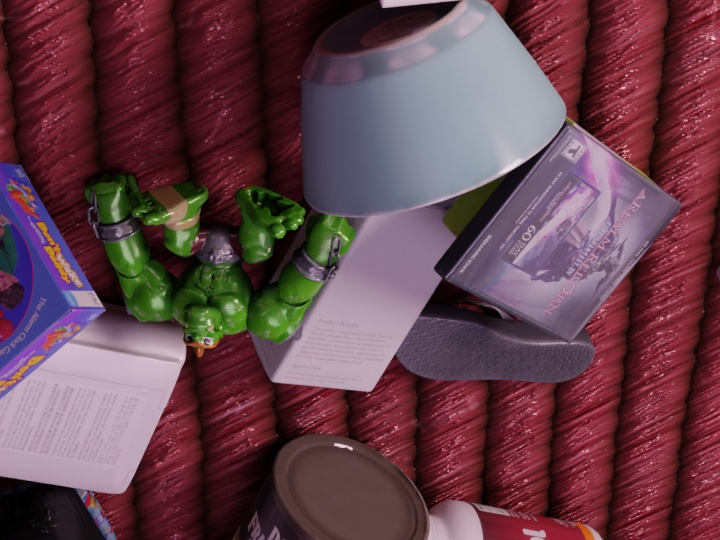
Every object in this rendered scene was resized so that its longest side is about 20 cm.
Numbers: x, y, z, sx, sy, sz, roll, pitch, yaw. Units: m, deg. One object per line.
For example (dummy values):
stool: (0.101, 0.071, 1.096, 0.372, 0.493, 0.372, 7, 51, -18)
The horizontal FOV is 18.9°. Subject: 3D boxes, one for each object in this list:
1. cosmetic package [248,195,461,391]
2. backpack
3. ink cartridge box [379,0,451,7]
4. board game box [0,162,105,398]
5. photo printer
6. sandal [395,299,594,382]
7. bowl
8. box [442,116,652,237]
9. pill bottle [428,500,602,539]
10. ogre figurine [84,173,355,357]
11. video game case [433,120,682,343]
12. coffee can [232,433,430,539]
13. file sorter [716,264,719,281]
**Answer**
cosmetic package: (0.000, 0.000, 1.691, 0.101, 0.074, 0.201, 8, 128, -34)
backpack: (-0.305, 0.276, 1.823, 0.199, 0.135, 0.183, -19, 132, 7)
ink cartridge box: (0.101, -0.268, 1.478, 0.198, 0.085, 0.147, -8, 132, -8)
board game box: (-0.302, 0.033, 1.610, 0.200, 0.135, 0.045, -38, 163, 20)
photo printer: (-0.257, 0.093, 1.718, 0.199, 0.070, 0.167, 11, 126, -22)
sandal: (0.104, 0.057, 1.803, 0.199, 0.043, 0.076, 11, 135, -35)
bowl: (0.036, -0.131, 1.533, 0.199, 0.201, 0.106, -20, 112, 4)
box: (0.148, -0.049, 1.651, 0.122, 0.048, 0.200, -51, 144, 8)
pill bottle: (0.114, 0.269, 1.936, 0.199, 0.113, 0.113, 12, 127, -24)
ogre figurine: (-0.108, -0.005, 1.639, 0.198, 0.098, 0.121, -2, 124, -8)
video game case: (0.152, -0.026, 1.623, 0.143, 0.019, 0.200, -51, 144, 9)
coffee can: (-0.046, 0.263, 1.867, 0.145, 0.147, 0.201, 13, 126, -24)
file sorter: (0.421, -0.001, 1.768, 0.198, 0.125, 0.139, 6, 129, -18)
